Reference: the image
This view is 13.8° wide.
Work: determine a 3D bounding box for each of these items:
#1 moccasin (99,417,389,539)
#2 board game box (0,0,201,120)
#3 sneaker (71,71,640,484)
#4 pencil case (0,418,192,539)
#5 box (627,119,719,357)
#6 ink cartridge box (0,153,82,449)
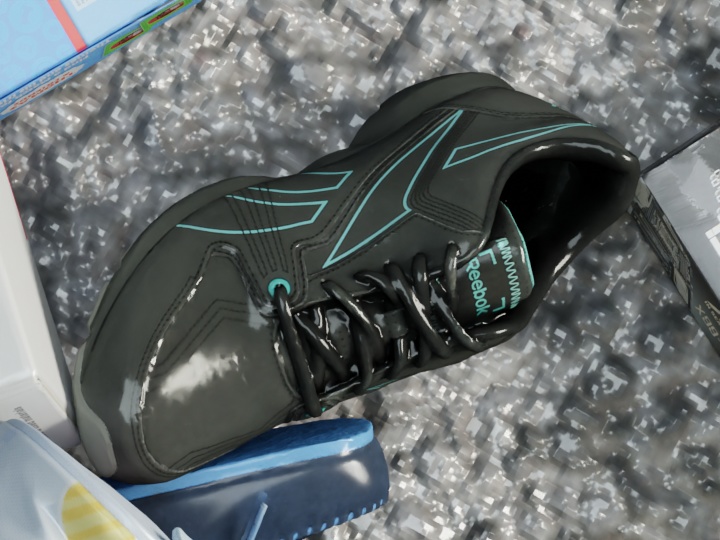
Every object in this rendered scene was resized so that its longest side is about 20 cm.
[{"bbox_3d":[-0.082,0.101,0.919,0.200,0.080,0.068,-19,91,8],"label":"moccasin"},{"bbox_3d":[-0.173,-0.101,0.941,0.200,0.037,0.151,-31,88,-7],"label":"board game box"},{"bbox_3d":[0.000,0.000,0.887,0.200,0.079,0.076,-37,126,-31],"label":"sneaker"},{"bbox_3d":[-0.128,0.133,0.786,0.200,0.091,0.083,-48,125,-13],"label":"pencil case"},{"bbox_3d":[0.202,0.014,0.954,0.158,0.050,0.200,-31,88,-6],"label":"box"},{"bbox_3d":[-0.198,0.008,0.858,0.200,0.084,0.145,-19,74,-1],"label":"ink cartridge box"}]
